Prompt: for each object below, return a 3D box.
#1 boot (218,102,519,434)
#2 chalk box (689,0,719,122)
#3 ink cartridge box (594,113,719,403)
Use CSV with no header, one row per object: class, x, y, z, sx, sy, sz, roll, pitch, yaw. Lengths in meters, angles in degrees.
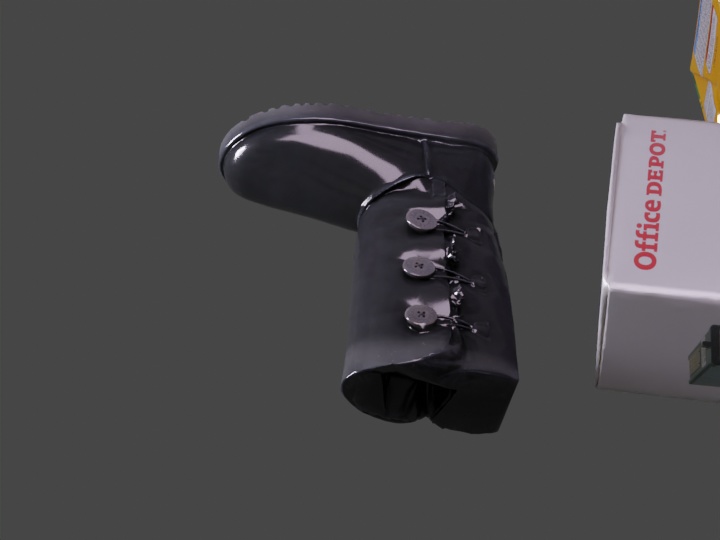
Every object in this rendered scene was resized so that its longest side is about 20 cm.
boot,0.001,0.000,1.479,0.164,0.066,0.201,-1,48,0
chalk box,0.306,-0.129,1.571,0.199,0.125,0.124,-3,44,-6
ink cartridge box,0.231,-0.002,1.464,0.199,0.084,0.146,7,44,5
